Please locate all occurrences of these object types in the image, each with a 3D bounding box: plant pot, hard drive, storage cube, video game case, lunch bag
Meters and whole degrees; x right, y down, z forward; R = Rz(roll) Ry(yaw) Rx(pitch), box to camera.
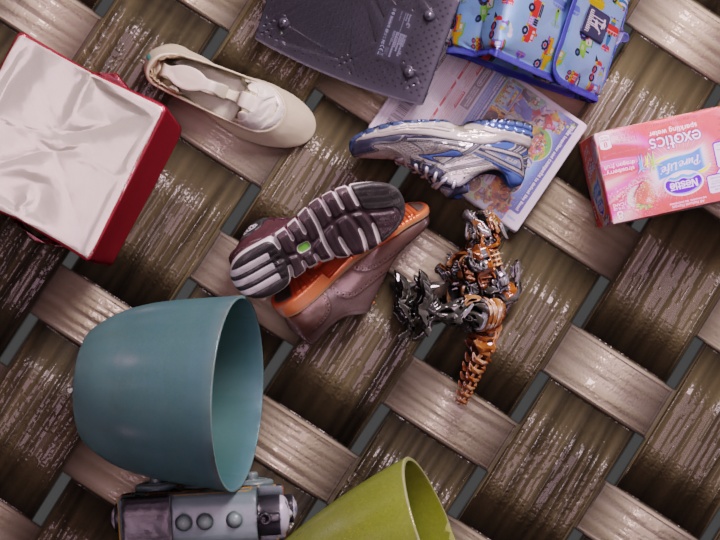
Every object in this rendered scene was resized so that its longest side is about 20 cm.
[{"bbox_3d":[-0.202,0.123,1.580,0.160,0.201,0.202,2,88,10],"label":"plant pot"},{"bbox_3d":[-0.002,-0.271,1.644,0.199,0.042,0.136,22,110,6],"label":"hard drive"},{"bbox_3d":[-0.303,-0.122,1.586,0.170,0.180,0.201,28,88,-1],"label":"storage cube"},{"bbox_3d":[0.129,-0.157,1.685,0.199,0.018,0.144,35,87,-1],"label":"video game case"},{"bbox_3d":[-0.008,0.318,1.599,0.199,0.187,0.188,-22,89,11],"label":"plant pot"},{"bbox_3d":[0.209,-0.274,1.642,0.199,0.094,0.152,15,91,-35],"label":"lunch bag"}]

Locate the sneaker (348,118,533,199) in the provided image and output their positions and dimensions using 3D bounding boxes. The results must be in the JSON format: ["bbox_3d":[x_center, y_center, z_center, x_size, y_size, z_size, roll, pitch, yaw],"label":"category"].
[{"bbox_3d":[0.087,-0.119,1.637,0.199,0.077,0.086,0,92,-2],"label":"sneaker"}]

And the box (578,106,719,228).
[{"bbox_3d":[0.348,-0.115,1.654,0.199,0.095,0.103,-13,89,-2],"label":"box"}]

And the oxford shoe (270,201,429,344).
[{"bbox_3d":[0.000,0.000,1.660,0.200,0.071,0.073,-36,114,-2],"label":"oxford shoe"}]

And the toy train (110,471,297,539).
[{"bbox_3d":[-0.166,0.260,1.612,0.199,0.114,0.086,-2,89,-2],"label":"toy train"}]

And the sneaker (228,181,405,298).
[{"bbox_3d":[-0.057,-0.048,1.629,0.199,0.116,0.076,-25,111,-8],"label":"sneaker"}]

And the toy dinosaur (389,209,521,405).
[{"bbox_3d":[0.113,0.036,1.646,0.135,0.102,0.201,3,66,-19],"label":"toy dinosaur"}]

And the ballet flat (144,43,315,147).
[{"bbox_3d":[-0.142,-0.187,1.651,0.199,0.069,0.070,22,88,-2],"label":"ballet flat"}]
